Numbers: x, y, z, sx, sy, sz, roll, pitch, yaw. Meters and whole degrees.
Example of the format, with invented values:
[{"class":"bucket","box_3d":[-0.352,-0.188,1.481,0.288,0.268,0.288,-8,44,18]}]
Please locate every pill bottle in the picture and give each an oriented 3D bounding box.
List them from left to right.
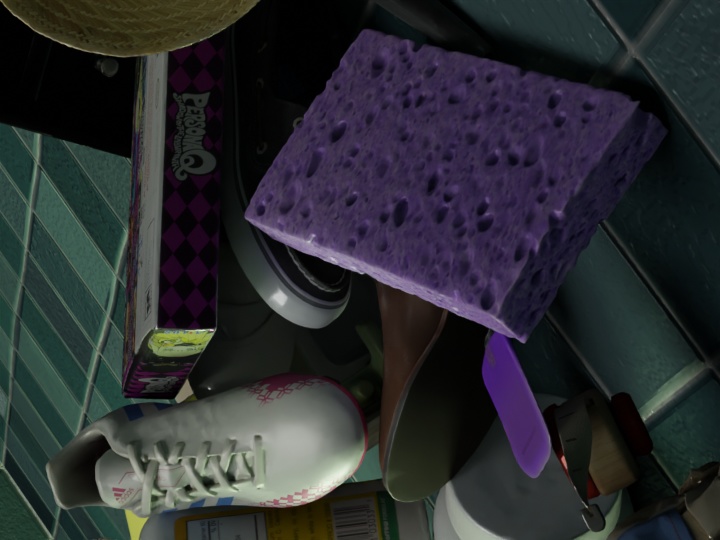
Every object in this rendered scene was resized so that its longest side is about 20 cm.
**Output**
[{"class":"pill bottle","box_3d":[-0.059,0.180,1.192,0.113,0.199,0.113,173,90,-88]},{"class":"pill bottle","box_3d":[0.094,0.157,1.183,0.110,0.109,0.200,46,158,29]}]

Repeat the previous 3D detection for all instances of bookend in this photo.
[{"class":"bookend","box_3d":[-0.184,-0.182,1.313,0.200,0.199,0.092,16,-177,-30]}]

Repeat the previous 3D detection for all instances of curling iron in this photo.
[{"class":"curling iron","box_3d":[-0.007,-0.159,1.047,0.200,0.026,0.050,47,157,26]}]

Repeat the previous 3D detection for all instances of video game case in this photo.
[{"class":"video game case","box_3d":[-0.098,-0.046,1.130,0.181,0.036,0.201,128,144,-71]}]

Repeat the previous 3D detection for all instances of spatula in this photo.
[{"class":"spatula","box_3d":[0.065,-0.001,0.998,0.057,0.020,0.200,104,164,-62]}]

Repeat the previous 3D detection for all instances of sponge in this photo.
[{"class":"sponge","box_3d":[0.036,-0.043,0.971,0.030,0.112,0.200,40,169,-37]}]

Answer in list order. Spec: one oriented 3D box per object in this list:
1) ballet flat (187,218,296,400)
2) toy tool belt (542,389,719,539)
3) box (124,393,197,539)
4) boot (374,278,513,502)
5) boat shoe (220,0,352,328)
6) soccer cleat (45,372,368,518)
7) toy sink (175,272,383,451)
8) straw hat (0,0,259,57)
[{"class":"ballet flat","box_3d":[-0.067,-0.015,1.209,0.069,0.069,0.200,90,-173,-59]},{"class":"toy tool belt","box_3d":[0.177,0.125,0.958,0.200,0.123,0.125,64,-174,11]},{"class":"box","box_3d":[-0.100,0.149,1.309,0.050,0.075,0.200,48,159,24]},{"class":"boot","box_3d":[0.000,0.000,1.137,0.200,0.064,0.187,30,106,48]},{"class":"boat shoe","box_3d":[-0.027,-0.069,1.095,0.066,0.070,0.200,-41,43,41]},{"class":"soccer cleat","box_3d":[-0.083,0.101,1.125,0.200,0.086,0.070,-12,98,45]},{"class":"toy sink","box_3d":[-0.025,0.053,1.282,0.112,0.130,0.200,57,163,0]},{"class":"straw hat","box_3d":[-0.087,-0.195,1.028,0.201,0.201,0.085,53,-166,10]}]
